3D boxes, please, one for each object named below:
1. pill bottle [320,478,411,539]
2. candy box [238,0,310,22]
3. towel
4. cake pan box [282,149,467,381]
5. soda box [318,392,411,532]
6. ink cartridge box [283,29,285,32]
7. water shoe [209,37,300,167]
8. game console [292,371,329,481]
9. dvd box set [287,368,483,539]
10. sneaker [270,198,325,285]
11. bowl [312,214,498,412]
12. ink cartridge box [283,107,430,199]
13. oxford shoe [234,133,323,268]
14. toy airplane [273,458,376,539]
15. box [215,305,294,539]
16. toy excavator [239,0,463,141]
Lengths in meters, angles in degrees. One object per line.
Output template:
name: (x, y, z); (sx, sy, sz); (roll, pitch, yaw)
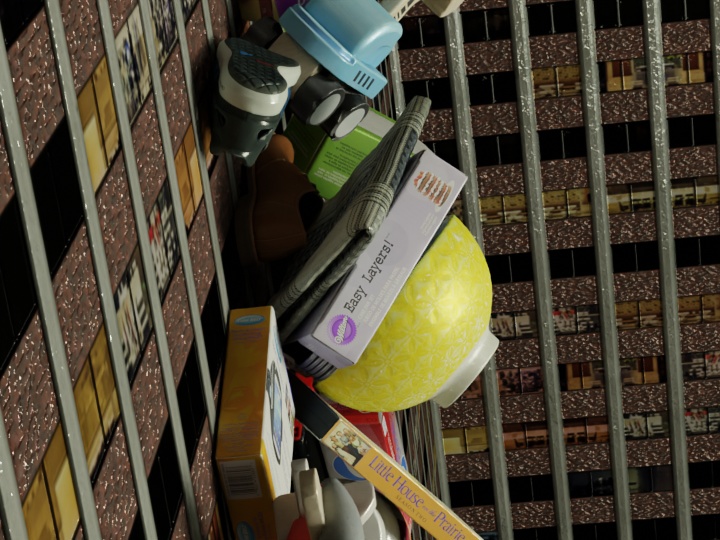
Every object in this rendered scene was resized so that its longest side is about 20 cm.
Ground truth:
pill bottle: (-0.015, 0.243, 1.706); (0.200, 0.109, 0.110); (57, 29, -79)
candy box: (-0.026, -0.308, 1.759); (0.056, 0.200, 0.117); (17, -59, 47)
towel: (-0.020, -0.040, 1.620); (0.200, 0.035, 0.193); (-49, -168, 43)
cake pan box: (0.000, 0.000, 1.641); (0.200, 0.052, 0.184); (-59, -173, -15)
soda box: (0.005, 0.190, 1.896); (0.200, 0.070, 0.063); (77, 14, -46)
ink cartridge box: (-0.071, -0.325, 1.856); (0.148, 0.076, 0.200); (-83, 163, -64)
water shoe: (-0.097, -0.138, 1.554); (0.200, 0.071, 0.079); (-79, -169, -76)
game console: (-0.046, 0.191, 1.895); (0.177, 0.031, 0.200); (-78, 162, -56)
dvd box set: (0.016, 0.174, 1.681); (0.200, 0.029, 0.146); (43, -4, -26)
sneaker: (-0.034, 0.025, 1.812); (0.111, 0.077, 0.200); (-93, 168, -77)
bowl: (0.059, 0.059, 1.708); (0.200, 0.108, 0.200); (-51, -178, 2)
ink cartridge box: (-0.008, -0.119, 1.880); (0.076, 0.148, 0.200); (-60, -154, 11)
oxford shoe: (-0.067, -0.064, 1.678); (0.200, 0.071, 0.071); (-89, 171, -58)
toy airplane: (-0.015, 0.233, 1.369); (0.200, 0.141, 0.200); (-3, 98, -74)
box: (-0.082, 0.122, 1.513); (0.200, 0.041, 0.119); (-92, 174, -53)
toy excavator: (0.011, -0.222, 1.724); (0.100, 0.200, 0.194); (47, 10, 17)
